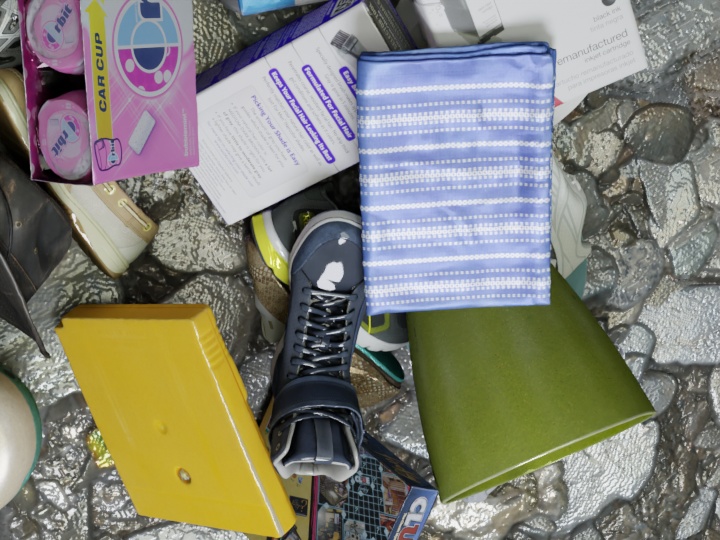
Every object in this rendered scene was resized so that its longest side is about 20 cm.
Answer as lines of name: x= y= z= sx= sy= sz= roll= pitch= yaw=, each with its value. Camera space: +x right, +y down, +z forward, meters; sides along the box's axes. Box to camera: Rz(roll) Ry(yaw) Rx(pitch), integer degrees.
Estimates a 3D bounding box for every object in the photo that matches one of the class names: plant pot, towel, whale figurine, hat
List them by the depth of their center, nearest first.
towel: x=0.071 y=-0.063 z=0.892 sx=0.143 sy=0.024 sz=0.202 roll=-3 pitch=111 yaw=-2
hat: x=-0.265 y=-0.036 z=0.912 sx=0.081 sy=0.200 sz=0.202 roll=-40 pitch=114 yaw=-21
whale figurine: x=-0.346 y=0.112 z=0.976 sx=0.199 sy=0.104 sz=0.160 roll=28 pitch=97 yaw=2
plant pot: x=0.113 y=0.060 z=1.004 sx=0.186 sy=0.187 sz=0.202 roll=-20 pitch=76 yaw=-12

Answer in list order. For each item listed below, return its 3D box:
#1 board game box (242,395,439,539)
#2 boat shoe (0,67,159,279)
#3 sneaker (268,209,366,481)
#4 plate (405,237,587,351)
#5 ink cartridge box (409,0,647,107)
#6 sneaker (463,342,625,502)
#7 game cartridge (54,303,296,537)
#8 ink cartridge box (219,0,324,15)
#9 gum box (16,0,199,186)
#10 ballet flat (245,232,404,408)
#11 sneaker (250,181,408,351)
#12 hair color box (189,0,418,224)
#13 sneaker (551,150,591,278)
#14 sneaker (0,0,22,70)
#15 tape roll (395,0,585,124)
board game box: x=-0.031 y=0.194 z=1.032 sx=0.034 sy=0.200 sz=0.137 roll=18 pitch=100 yaw=-40
boat shoe: x=-0.222 y=-0.084 z=0.954 sx=0.066 sy=0.074 sz=0.201 roll=-41 pitch=135 yaw=-16
sneaker: x=-0.025 y=0.069 z=0.946 sx=0.076 sy=0.147 sz=0.204 roll=6 pitch=127 yaw=-10
plate: x=0.121 y=0.010 z=1.125 sx=0.198 sy=0.026 sz=0.202 roll=-4 pitch=106 yaw=-16
ink cartridge box: x=0.105 y=-0.218 z=0.886 sx=0.146 sy=0.083 sz=0.201 roll=-23 pitch=120 yaw=4
sneaker: x=0.167 y=0.137 z=1.146 sx=0.114 sy=0.075 sz=0.201 roll=13 pitch=114 yaw=-32
game cartridge: x=-0.152 y=0.118 z=0.997 sx=0.032 sy=0.175 sz=0.202 roll=-39 pitch=119 yaw=-44
ink cartridge box: x=-0.018 y=-0.291 z=0.962 sx=0.198 sy=0.084 sz=0.146 roll=-13 pitch=110 yaw=-15
gum box: x=-0.179 y=-0.169 z=0.878 sx=0.113 sy=0.066 sz=0.202 roll=-19 pitch=110 yaw=-55
ballet flat: x=-0.045 y=0.052 z=1.063 sx=0.065 sy=0.071 sz=0.200 roll=-38 pitch=110 yaw=15
sneaker: x=0.000 y=0.000 z=1.025 sx=0.084 sy=0.075 sz=0.200 roll=-34 pitch=134 yaw=23
hair color box: x=-0.048 y=-0.129 z=0.963 sx=0.199 sy=0.065 sz=0.110 roll=-23 pitch=115 yaw=25
sneaker: x=0.149 y=-0.071 z=1.059 sx=0.081 sy=0.075 sz=0.201 roll=-31 pitch=126 yaw=-18
sneaker: x=-0.266 y=-0.195 z=0.922 sx=0.200 sy=0.078 sz=0.077 roll=-41 pitch=129 yaw=-1
tape roll: x=0.115 y=-0.183 z=1.013 sx=0.201 sy=0.037 sz=0.204 roll=-15 pitch=138 yaw=-14
